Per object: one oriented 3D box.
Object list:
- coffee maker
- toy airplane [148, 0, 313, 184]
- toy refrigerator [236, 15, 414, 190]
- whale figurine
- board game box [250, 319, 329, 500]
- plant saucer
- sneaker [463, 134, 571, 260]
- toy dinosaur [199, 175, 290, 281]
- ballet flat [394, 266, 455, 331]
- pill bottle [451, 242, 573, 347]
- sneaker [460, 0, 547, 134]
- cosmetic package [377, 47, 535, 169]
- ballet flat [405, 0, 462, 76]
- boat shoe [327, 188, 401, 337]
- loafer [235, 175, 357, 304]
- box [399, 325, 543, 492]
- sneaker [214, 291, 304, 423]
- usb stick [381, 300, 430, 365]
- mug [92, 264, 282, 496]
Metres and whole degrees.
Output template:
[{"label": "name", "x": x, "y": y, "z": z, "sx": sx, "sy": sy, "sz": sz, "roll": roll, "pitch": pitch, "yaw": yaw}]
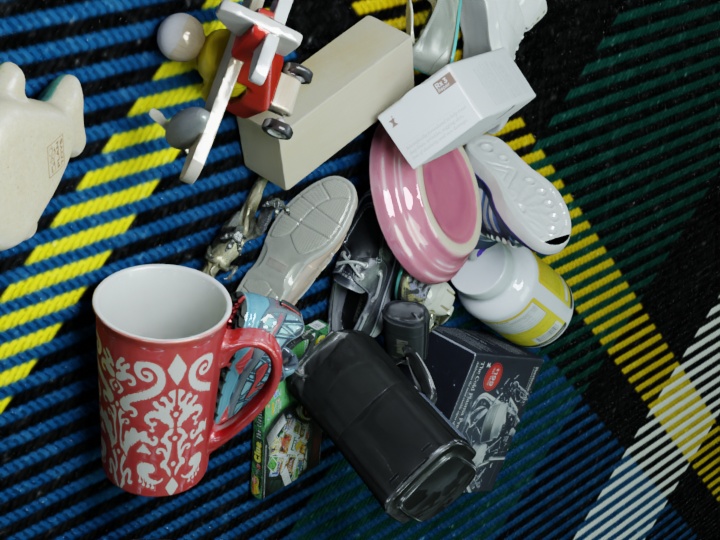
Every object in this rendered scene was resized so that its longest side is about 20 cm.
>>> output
[{"label": "coffee maker", "x": 0.015, "y": 0.175, "z": 1.598, "sx": 0.192, "sy": 0.200, "sz": 0.135, "roll": 6, "pitch": 123, "yaw": -51}, {"label": "toy airplane", "x": -0.119, "y": -0.199, "z": 1.296, "sx": 0.200, "sy": 0.141, "sz": 0.200, "roll": -67, "pitch": 174, "yaw": -58}, {"label": "toy refrigerator", "x": -0.035, "y": -0.177, "z": 1.482, "sx": 0.200, "sy": 0.070, "sz": 0.076, "roll": -40, "pitch": 145, "yaw": -28}, {"label": "whale figurine", "x": -0.302, "y": -0.100, "z": 1.188, "sx": 0.200, "sy": 0.103, "sz": 0.160, "roll": -56, "pitch": 152, "yaw": -55}, {"label": "board game box", "x": -0.083, "y": 0.163, "z": 1.675, "sx": 0.105, "sy": 0.023, "sz": 0.201, "roll": -23, "pitch": 128, "yaw": -41}, {"label": "plant saucer", "x": 0.081, "y": -0.086, "z": 1.615, "sx": 0.200, "sy": 0.051, "sz": 0.201, "roll": 29, "pitch": 55, "yaw": -52}, {"label": "sneaker", "x": 0.172, "y": -0.052, "z": 1.712, "sx": 0.080, "sy": 0.200, "sz": 0.147, "roll": -15, "pitch": 140, "yaw": -26}, {"label": "toy dinosaur", "x": -0.117, "y": -0.045, "z": 1.461, "sx": 0.047, "sy": 0.088, "sz": 0.200, "roll": 35, "pitch": 79, "yaw": -15}, {"label": "ballet flat", "x": 0.079, "y": 0.031, "z": 1.693, "sx": 0.072, "sy": 0.072, "sz": 0.200, "roll": -54, "pitch": 170, "yaw": -12}, {"label": "pill bottle", "x": 0.193, "y": 0.023, "z": 1.858, "sx": 0.112, "sy": 0.112, "sz": 0.200, "roll": -61, "pitch": 145, "yaw": -3}, {"label": "sneaker", "x": 0.177, "y": -0.267, "z": 1.687, "sx": 0.115, "sy": 0.074, "sz": 0.201, "roll": -33, "pitch": 134, "yaw": -31}, {"label": "cosmetic package", "x": 0.108, "y": -0.178, "z": 1.549, "sx": 0.102, "sy": 0.074, "sz": 0.200, "roll": -34, "pitch": 180, "yaw": 28}, {"label": "ballet flat", "x": 0.087, "y": -0.307, "z": 1.549, "sx": 0.067, "sy": 0.063, "sz": 0.201, "roll": 125, "pitch": -20, "yaw": -72}, {"label": "boat shoe", "x": 0.000, "y": 0.000, "z": 1.638, "sx": 0.068, "sy": 0.072, "sz": 0.201, "roll": -25, "pitch": 137, "yaw": -48}, {"label": "loafer", "x": -0.070, "y": -0.013, "z": 1.551, "sx": 0.200, "sy": 0.072, "sz": 0.063, "roll": -54, "pitch": 161, "yaw": -3}, {"label": "box", "x": 0.125, "y": 0.182, "z": 1.880, "sx": 0.182, "sy": 0.104, "sz": 0.201, "roll": 8, "pitch": 106, "yaw": -55}, {"label": "sneaker", "x": -0.112, "y": 0.110, "z": 1.502, "sx": 0.095, "sy": 0.080, "sz": 0.200, "roll": 6, "pitch": 133, "yaw": -21}, {"label": "usb stick", "x": 0.053, "y": 0.075, "z": 1.684, "sx": 0.200, "sy": 0.055, "sz": 0.033, "roll": 84, "pitch": 12, "yaw": -73}, {"label": "mug", "x": -0.181, "y": 0.120, "z": 1.402, "sx": 0.133, "sy": 0.177, "sz": 0.201, "roll": -40, "pitch": 145, "yaw": -51}]
